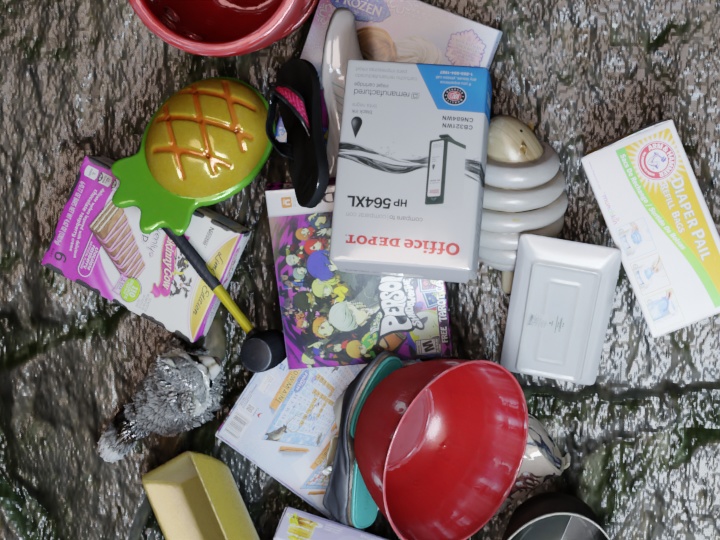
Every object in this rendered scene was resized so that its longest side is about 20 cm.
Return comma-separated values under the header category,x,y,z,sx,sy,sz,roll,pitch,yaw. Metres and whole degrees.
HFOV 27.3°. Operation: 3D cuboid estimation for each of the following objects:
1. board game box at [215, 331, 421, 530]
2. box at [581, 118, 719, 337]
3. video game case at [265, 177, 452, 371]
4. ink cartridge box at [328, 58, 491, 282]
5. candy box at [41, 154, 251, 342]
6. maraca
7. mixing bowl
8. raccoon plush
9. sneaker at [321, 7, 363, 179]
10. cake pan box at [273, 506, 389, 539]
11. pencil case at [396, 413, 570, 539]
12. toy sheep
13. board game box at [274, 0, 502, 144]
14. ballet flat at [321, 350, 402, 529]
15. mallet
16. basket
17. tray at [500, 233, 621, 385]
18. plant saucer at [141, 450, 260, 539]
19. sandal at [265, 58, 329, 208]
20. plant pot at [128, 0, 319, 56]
category,x,y,z,sx,sy,sz,roll,pitch,yaw
board game box,-0.026,0.157,1.645,0.199,0.041,0.201,36,100,5
box,0.311,-0.047,1.539,0.100,0.112,0.202,-22,91,11
video game case,0.000,0.000,1.558,0.179,0.036,0.203,-5,107,5
ink cartridge box,0.051,-0.097,1.467,0.144,0.084,0.203,4,83,6
candy box,-0.240,-0.026,1.660,0.198,0.061,0.138,26,99,5
maraca,-0.180,-0.126,1.604,0.137,0.107,0.200,41,78,19
mixing bowl,0.066,0.171,1.522,0.108,0.199,0.203,23,102,46
raccoon plush,-0.223,0.162,1.638,0.096,0.134,0.201,37,100,3
sneaker,-0.001,-0.176,1.562,0.079,0.070,0.203,-2,104,6
cake pan box,-0.013,0.359,1.622,0.182,0.053,0.201,19,135,8
pencil case,0.131,0.239,1.616,0.199,0.078,0.090,-38,120,10
toy sheep,0.153,-0.069,1.558,0.136,0.138,0.202,2,122,9
board game box,0.028,-0.198,1.606,0.198,0.041,0.202,20,99,7
ballet flat,-0.005,0.175,1.582,0.072,0.073,0.203,11,103,8
mallet,-0.147,0.024,1.607,0.041,0.066,0.201,-40,77,17
basket,0.201,0.311,1.550,0.135,0.200,0.182,23,100,6
tray,0.207,0.049,1.554,0.106,0.022,0.202,10,133,8
plant saucer,-0.160,0.297,1.632,0.048,0.200,0.202,-21,84,-28
sandal,-0.070,-0.150,1.528,0.045,0.202,0.075,10,134,-23
plant pot,-0.134,-0.322,1.548,0.197,0.182,0.204,1,96,9
